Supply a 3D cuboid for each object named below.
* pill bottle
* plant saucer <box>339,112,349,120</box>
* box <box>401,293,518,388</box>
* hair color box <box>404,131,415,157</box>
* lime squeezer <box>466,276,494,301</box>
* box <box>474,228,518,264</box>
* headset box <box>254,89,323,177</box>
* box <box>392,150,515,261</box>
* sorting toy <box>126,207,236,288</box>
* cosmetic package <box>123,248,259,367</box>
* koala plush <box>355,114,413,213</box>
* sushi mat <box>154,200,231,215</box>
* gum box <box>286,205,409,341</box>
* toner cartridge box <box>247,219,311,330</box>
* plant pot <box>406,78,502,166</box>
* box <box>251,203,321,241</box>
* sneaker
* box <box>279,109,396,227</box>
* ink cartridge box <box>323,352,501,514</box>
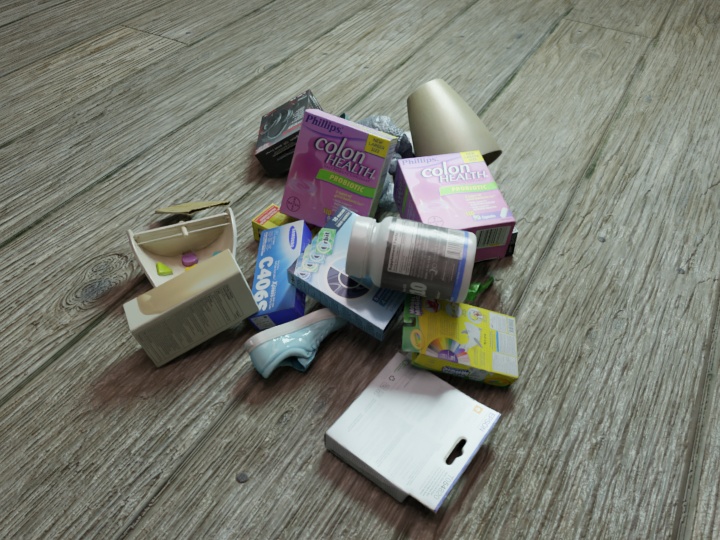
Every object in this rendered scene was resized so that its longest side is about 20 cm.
[{"bbox_3d":[0.079,-0.022,1.007,0.195,0.115,0.115,11,42,4],"label":"pill bottle"},{"bbox_3d":[-0.068,-0.246,1.377,0.027,0.201,0.203,24,39,-16],"label":"plant saucer"},{"bbox_3d":[0.158,0.112,1.025,0.196,0.049,0.119,17,53,-11],"label":"box"},{"bbox_3d":[0.184,-0.281,1.500,0.195,0.061,0.101,-1,42,-2],"label":"hair color box"},{"bbox_3d":[0.186,0.034,1.139,0.196,0.039,0.070,0,12,-31],"label":"lime squeezer"},{"bbox_3d":[0.202,-0.069,1.267,0.195,0.061,0.118,-14,44,-16],"label":"box"},{"bbox_3d":[-0.165,-0.320,1.484,0.146,0.078,0.202,-24,37,19],"label":"headset box"},{"bbox_3d":[0.171,-0.119,1.194,0.171,0.098,0.203,-8,50,-11],"label":"box"},{"bbox_3d":[-0.313,-0.003,1.169,0.196,0.108,0.182,-14,51,-17],"label":"sorting toy"},{"bbox_3d":[-0.281,0.062,1.054,0.197,0.106,0.071,-28,46,-12],"label":"cosmetic package"},{"bbox_3d":[0.025,-0.205,1.349,0.173,0.186,0.203,10,55,9],"label":"koala plush"},{"bbox_3d":[-0.345,-0.128,1.280,0.094,0.012,0.198,-17,15,-34],"label":"sushi mat"},{"bbox_3d":[0.000,0.000,1.083,0.197,0.045,0.171,30,61,15],"label":"gum box"},{"bbox_3d":[-0.145,0.006,1.149,0.093,0.043,0.203,-13,49,17],"label":"toner cartridge box"},{"bbox_3d":[0.183,-0.302,1.366,0.184,0.187,0.204,-22,84,-24],"label":"plant pot"},{"bbox_3d":[-0.123,-0.064,1.266,0.197,0.051,0.075,26,49,26],"label":"box"},{"bbox_3d":[-0.095,0.126,1.059,0.197,0.074,0.083,-20,75,-28],"label":"sneaker"},{"bbox_3d":[-0.043,-0.186,1.225,0.172,0.204,0.097,20,16,6],"label":"box"},{"bbox_3d":[0.080,0.240,0.940,0.198,0.041,0.199,28,49,27],"label":"ink cartridge box"}]
